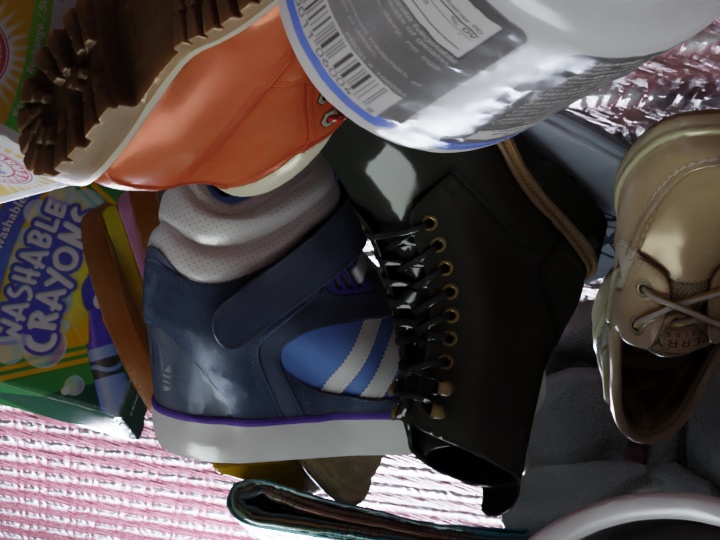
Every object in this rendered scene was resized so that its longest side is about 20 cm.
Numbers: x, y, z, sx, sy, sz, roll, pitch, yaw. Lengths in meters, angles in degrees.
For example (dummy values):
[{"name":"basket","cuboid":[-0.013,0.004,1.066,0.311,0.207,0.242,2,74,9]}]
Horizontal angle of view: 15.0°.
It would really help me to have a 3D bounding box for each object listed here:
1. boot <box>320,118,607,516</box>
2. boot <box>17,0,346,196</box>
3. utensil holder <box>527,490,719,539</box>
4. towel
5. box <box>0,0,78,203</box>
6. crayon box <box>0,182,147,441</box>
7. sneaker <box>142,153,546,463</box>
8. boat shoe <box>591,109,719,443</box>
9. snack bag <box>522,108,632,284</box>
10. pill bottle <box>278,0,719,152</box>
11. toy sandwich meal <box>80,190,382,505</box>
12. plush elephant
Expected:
[{"name":"boot","cuboid":[0.023,0.000,1.120,0.077,0.139,0.200,-9,147,46]},{"name":"boot","cuboid":[-0.034,-0.093,1.013,0.107,0.075,0.200,14,143,-33]},{"name":"utensil holder","cuboid":[0.135,0.177,1.156,0.169,0.171,0.200,15,179,11]},{"name":"towel","cuboid":[0.019,0.131,1.300,0.146,0.022,0.200,10,170,8]},{"name":"box","cuboid":[-0.183,-0.094,1.142,0.101,0.113,0.200,27,160,-28]},{"name":"crayon box","cuboid":[-0.193,0.001,1.431,0.199,0.126,0.052,14,163,13]},{"name":"sneaker","cuboid":[0.000,0.000,1.184,0.199,0.147,0.080,-5,-162,-29]},{"name":"boat shoe","cuboid":[0.136,0.005,1.140,0.072,0.065,0.200,4,149,-5]},{"name":"snack bag","cuboid":[0.048,-0.045,1.212,0.188,0.022,0.200,25,157,-21]},{"name":"pill bottle","cuboid":[0.056,-0.111,0.832,0.113,0.114,0.200,23,163,-15]},{"name":"toy sandwich meal","cuboid":[-0.057,0.033,1.301,0.070,0.206,0.205,-24,151,11]},{"name":"plush elephant","cuboid":[0.143,0.099,1.347,0.154,0.165,0.201,-2,128,19]}]
